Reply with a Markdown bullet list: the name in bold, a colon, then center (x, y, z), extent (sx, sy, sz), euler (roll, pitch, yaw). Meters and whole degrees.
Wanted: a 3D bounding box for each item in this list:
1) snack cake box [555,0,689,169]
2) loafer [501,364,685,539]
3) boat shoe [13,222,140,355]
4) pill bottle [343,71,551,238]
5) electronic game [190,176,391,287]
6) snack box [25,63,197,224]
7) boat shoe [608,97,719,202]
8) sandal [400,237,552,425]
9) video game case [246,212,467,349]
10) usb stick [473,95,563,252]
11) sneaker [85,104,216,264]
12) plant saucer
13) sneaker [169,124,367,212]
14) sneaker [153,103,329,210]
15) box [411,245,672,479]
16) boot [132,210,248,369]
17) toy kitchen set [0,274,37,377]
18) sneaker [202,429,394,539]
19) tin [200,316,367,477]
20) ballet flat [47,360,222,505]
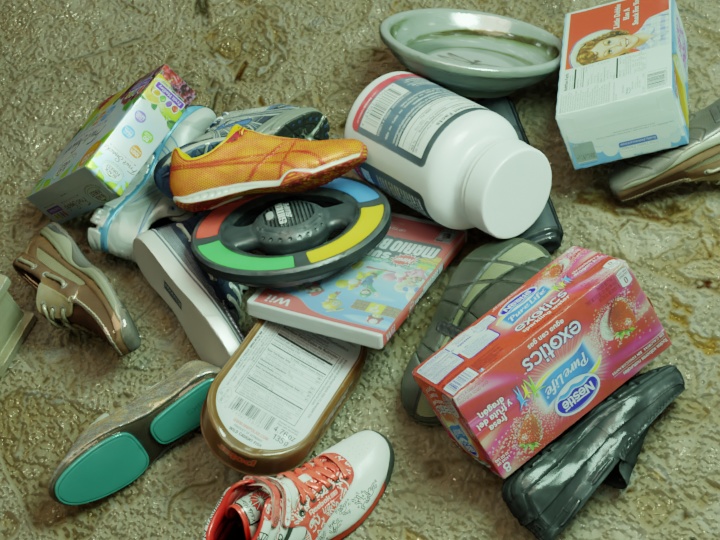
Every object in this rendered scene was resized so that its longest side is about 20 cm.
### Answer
- **snack cake box**: center (0.259, -0.192, 1.453), extent (0.114, 0.067, 0.201), euler (-13, 35, 21)
- **loafer**: center (0.211, 0.157, 1.280), extent (0.200, 0.068, 0.071), euler (-37, 89, -18)
- **boat shoe**: center (-0.288, 0.030, 1.489), extent (0.072, 0.076, 0.200), euler (-36, 45, -14)
- **pill bottle**: center (0.086, -0.109, 1.436), extent (0.119, 0.120, 0.200), euler (-42, 45, -15)
- **electronic game**: center (-0.068, -0.042, 1.437), extent (0.198, 0.042, 0.201), euler (-8, 30, 5)
- **snack box**: center (-0.263, -0.128, 1.543), extent (0.200, 0.053, 0.143), euler (-14, 40, 60)
- **boat shoe**: center (0.334, -0.113, 1.415), extent (0.199, 0.072, 0.076), euler (-27, 28, 23)
- **sandal**: center (0.105, 0.055, 1.383), extent (0.080, 0.057, 0.202), euler (33, 85, 26)
- **video game case**: center (0.000, 0.000, 1.420), extent (0.142, 0.018, 0.200), euler (13, 37, 23)
- **usb stick**: center (0.153, -0.098, 1.484), extent (0.055, 0.033, 0.201), euler (-18, 54, 3)
- **sneaker**: center (-0.199, -0.085, 1.562), extent (0.086, 0.075, 0.201), euler (27, 70, 16)
- **plant saucer**: center (0.116, -0.221, 1.538), extent (0.198, 0.051, 0.201), euler (6, 25, -3)
- **sneaker**: center (-0.092, -0.110, 1.435), extent (0.198, 0.073, 0.078), euler (-9, 83, 4)
- **sneaker**: center (-0.134, -0.125, 1.549), extent (0.199, 0.078, 0.085), euler (-21, 34, -28)
- **box**: center (0.159, 0.077, 1.302), extent (0.199, 0.096, 0.100), euler (-37, 20, -11)
- **boot**: center (-0.139, 0.022, 1.465), extent (0.090, 0.073, 0.200), euler (-25, 63, -27)
- **toy kitchen set**: center (-0.475, 0.049, 1.480), extent (0.198, 0.164, 0.181), euler (14, 61, 24)
- **sneaker**: center (-0.053, 0.200, 1.291), extent (0.201, 0.108, 0.067), euler (-43, 56, -15)
- **tin**: center (-0.068, 0.103, 1.368), extent (0.111, 0.042, 0.200), euler (31, 52, 4)
- **ballet flat**: center (-0.213, 0.152, 1.406), extent (0.199, 0.068, 0.067), euler (-31, 34, -13)
